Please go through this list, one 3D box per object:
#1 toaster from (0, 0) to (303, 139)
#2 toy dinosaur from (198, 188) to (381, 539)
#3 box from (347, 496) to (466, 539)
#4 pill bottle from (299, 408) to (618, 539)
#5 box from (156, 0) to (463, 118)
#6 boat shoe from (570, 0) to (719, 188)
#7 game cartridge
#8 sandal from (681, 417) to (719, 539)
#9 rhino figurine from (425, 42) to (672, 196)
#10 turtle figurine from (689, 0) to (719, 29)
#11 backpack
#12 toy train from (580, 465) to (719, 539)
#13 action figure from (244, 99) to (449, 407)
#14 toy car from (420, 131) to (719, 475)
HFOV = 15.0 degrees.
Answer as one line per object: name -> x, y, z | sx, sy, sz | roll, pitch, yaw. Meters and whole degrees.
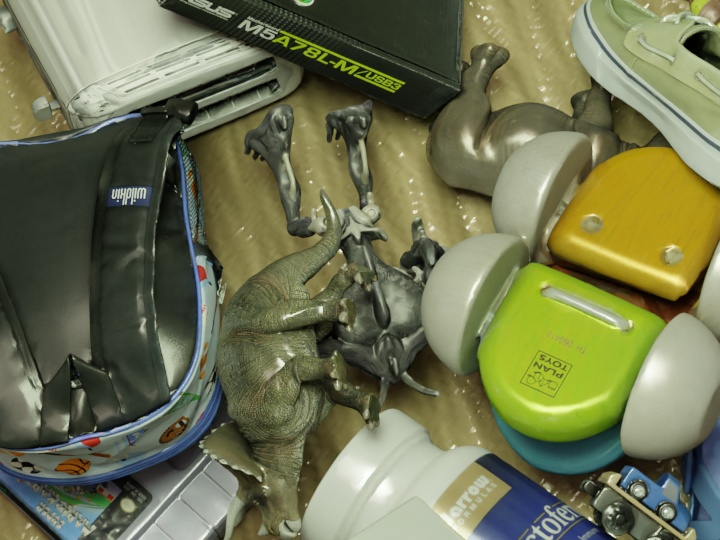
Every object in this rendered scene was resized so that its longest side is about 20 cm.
toaster -> -0.117, -0.157, 1.672 | 0.199, 0.114, 0.130 | -22, 73, -6
toy dinosaur -> -0.044, 0.044, 1.508 | 0.102, 0.077, 0.201 | -10, 70, 22
box -> 0.018, 0.252, 1.452 | 0.152, 0.201, 0.106 | 39, 35, 17
pill bottle -> 0.072, 0.170, 1.527 | 0.200, 0.116, 0.116 | 34, 77, 16
box -> -0.024, -0.213, 1.642 | 0.192, 0.047, 0.201 | 20, 55, -25
boat shoe -> 0.190, -0.115, 1.578 | 0.072, 0.062, 0.200 | 6, 28, -33
game cartridge -> -0.157, 0.095, 1.625 | 0.200, 0.038, 0.130 | 39, 74, 18
sandal -> 0.213, 0.146, 1.537 | 0.079, 0.087, 0.201 | -5, 71, 2
rhino figurine -> 0.133, -0.074, 1.640 | 0.199, 0.060, 0.088 | 12, 68, 9
turtle figurine -> 0.235, -0.142, 1.604 | 0.064, 0.162, 0.200 | -32, 60, -17
backpack -> -0.164, 0.025, 1.555 | 0.199, 0.154, 0.191 | -14, 61, 7
toy train -> 0.206, 0.165, 1.482 | 0.200, 0.034, 0.046 | 35, 87, -4
action figure -> 0.000, 0.000, 1.607 | 0.118, 0.102, 0.201 | -15, 67, -4
toy car -> 0.139, 0.031, 1.547 | 0.174, 0.150, 0.200 | 24, 57, 19
